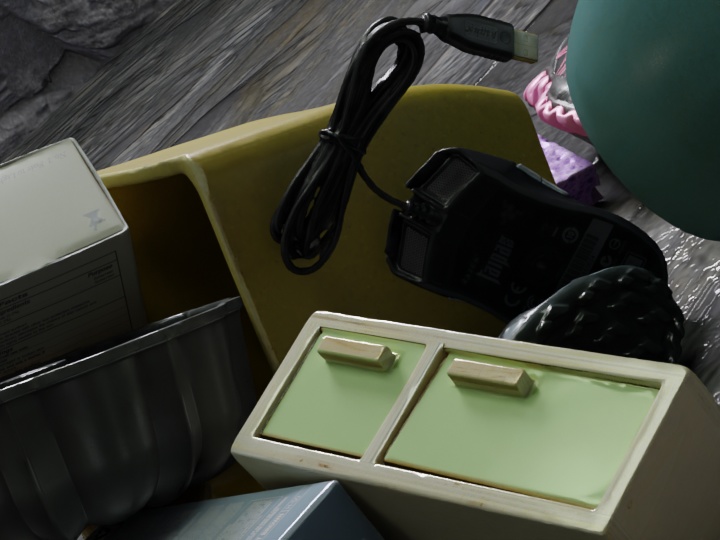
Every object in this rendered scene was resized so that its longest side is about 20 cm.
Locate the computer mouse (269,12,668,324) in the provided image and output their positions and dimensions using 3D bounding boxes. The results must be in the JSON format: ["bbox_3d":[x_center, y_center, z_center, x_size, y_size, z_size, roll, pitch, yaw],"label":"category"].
[{"bbox_3d":[0.064,-0.045,1.060,0.046,0.200,0.141,-127,57,-67],"label":"computer mouse"}]

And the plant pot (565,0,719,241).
[{"bbox_3d":[0.190,-0.107,1.024,0.161,0.201,0.201,-40,10,36],"label":"plant pot"}]

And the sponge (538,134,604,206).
[{"bbox_3d":[0.030,-0.029,1.324,0.200,0.030,0.112,-27,32,-16],"label":"sponge"}]

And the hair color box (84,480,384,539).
[{"bbox_3d":[-0.051,0.152,0.959,0.061,0.099,0.200,-46,16,-30],"label":"hair color box"}]

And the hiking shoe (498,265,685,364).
[{"bbox_3d":[0.059,0.068,1.010,0.200,0.074,0.087,-42,15,-18],"label":"hiking shoe"}]

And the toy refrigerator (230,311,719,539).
[{"bbox_3d":[0.047,0.072,0.888,0.200,0.070,0.076,8,58,45],"label":"toy refrigerator"}]

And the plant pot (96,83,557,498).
[{"bbox_3d":[0.000,0.000,1.164,0.200,0.194,0.195,-25,9,-23],"label":"plant pot"}]

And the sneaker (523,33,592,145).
[{"bbox_3d":[0.152,-0.118,1.326,0.095,0.079,0.200,-59,13,9],"label":"sneaker"}]

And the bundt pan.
[{"bbox_3d":[-0.137,0.080,1.017,0.202,0.076,0.202,-19,2,1],"label":"bundt pan"}]

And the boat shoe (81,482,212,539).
[{"bbox_3d":[-0.109,0.144,1.205,0.071,0.065,0.200,-24,8,-8],"label":"boat shoe"}]

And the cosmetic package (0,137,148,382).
[{"bbox_3d":[-0.166,0.036,1.163,0.103,0.200,0.073,-23,54,-15],"label":"cosmetic package"}]
